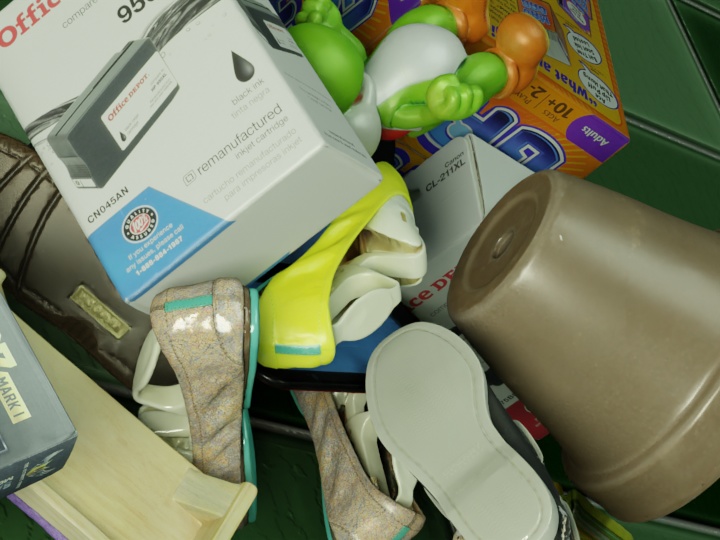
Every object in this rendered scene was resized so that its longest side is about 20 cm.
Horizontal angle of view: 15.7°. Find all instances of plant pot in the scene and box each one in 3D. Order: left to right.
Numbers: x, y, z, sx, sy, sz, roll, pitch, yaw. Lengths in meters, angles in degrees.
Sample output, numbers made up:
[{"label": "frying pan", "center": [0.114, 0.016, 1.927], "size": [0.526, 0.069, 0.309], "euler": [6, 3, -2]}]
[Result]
[{"label": "plant pot", "center": [0.152, 0.030, 1.631], "size": [0.175, 0.200, 0.200], "euler": [33, 33, -16]}]

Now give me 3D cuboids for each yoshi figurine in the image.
[{"label": "yoshi figurine", "center": [0.014, -0.124, 1.569], "size": [0.200, 0.112, 0.112], "euler": [-30, 101, -29]}]

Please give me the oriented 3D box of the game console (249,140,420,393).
[{"label": "game console", "center": [-0.019, -0.016, 1.591], "size": [0.200, 0.119, 0.173], "euler": [6, 90, -48]}]

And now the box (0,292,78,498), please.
[{"label": "box", "center": [-0.253, 0.035, 1.274], "size": [0.158, 0.051, 0.200], "euler": [-24, 75, -26]}]

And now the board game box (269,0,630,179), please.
[{"label": "board game box", "center": [0.035, -0.145, 1.811], "size": [0.200, 0.200, 0.200], "euler": [31, 34, -33]}]

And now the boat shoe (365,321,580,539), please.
[{"label": "boat shoe", "center": [0.066, 0.107, 1.496], "size": [0.060, 0.074, 0.200], "euler": [51, 0, -44]}]

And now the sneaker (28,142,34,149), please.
[{"label": "sneaker", "center": [-0.146, -0.057, 1.610], "size": [0.200, 0.070, 0.082], "euler": [16, 25, -48]}]

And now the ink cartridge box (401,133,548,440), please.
[{"label": "ink cartridge box", "center": [0.096, 0.015, 1.772], "size": [0.200, 0.146, 0.083], "euler": [29, 38, -34]}]

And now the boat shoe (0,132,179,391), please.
[{"label": "boat shoe", "center": [-0.166, -0.002, 1.515], "size": [0.200, 0.072, 0.076], "euler": [50, 3, -10]}]

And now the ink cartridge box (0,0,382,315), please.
[{"label": "ink cartridge box", "center": [-0.105, -0.092, 1.458], "size": [0.200, 0.145, 0.084], "euler": [57, 13, 24]}]

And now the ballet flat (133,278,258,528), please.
[{"label": "ballet flat", "center": [-0.091, 0.074, 1.444], "size": [0.067, 0.200, 0.068], "euler": [-3, 48, -5]}]

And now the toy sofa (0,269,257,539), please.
[{"label": "toy sofa", "center": [-0.164, 0.099, 1.389], "size": [0.200, 0.098, 0.083], "euler": [42, 54, -16]}]

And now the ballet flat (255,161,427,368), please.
[{"label": "ballet flat", "center": [0.000, 0.000, 1.522], "size": [0.200, 0.067, 0.067], "euler": [-48, 139, -51]}]

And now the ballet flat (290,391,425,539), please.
[{"label": "ballet flat", "center": [0.001, 0.092, 1.629], "size": [0.068, 0.067, 0.200], "euler": [21, 40, -43]}]

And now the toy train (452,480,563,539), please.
[{"label": "toy train", "center": [0.105, 0.214, 1.659], "size": [0.200, 0.056, 0.150], "euler": [-23, 89, -65]}]

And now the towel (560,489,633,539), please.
[{"label": "towel", "center": [0.158, 0.237, 1.605], "size": [0.086, 0.018, 0.200], "euler": [35, 39, -43]}]
